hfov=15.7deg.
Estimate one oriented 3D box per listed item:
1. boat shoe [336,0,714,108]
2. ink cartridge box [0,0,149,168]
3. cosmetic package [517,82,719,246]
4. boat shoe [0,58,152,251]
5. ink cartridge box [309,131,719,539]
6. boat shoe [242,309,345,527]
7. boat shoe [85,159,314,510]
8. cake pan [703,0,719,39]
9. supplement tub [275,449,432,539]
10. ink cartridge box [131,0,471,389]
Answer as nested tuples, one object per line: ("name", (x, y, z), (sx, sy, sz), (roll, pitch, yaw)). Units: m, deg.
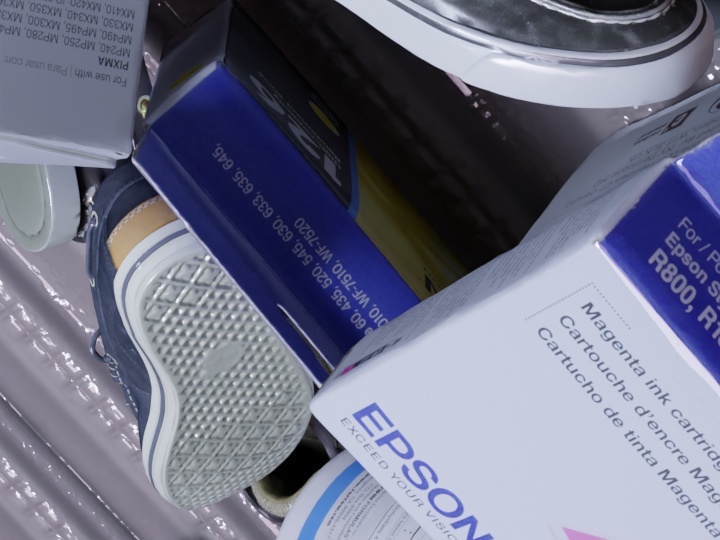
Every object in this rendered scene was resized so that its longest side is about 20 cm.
("boat shoe", (0.022, -0.115, 0.831), (0.200, 0.071, 0.064), (26, 141, 19))
("ink cartridge box", (-0.138, -0.141, 0.881), (0.145, 0.083, 0.201), (4, 87, 47))
("cosmetic package", (0.157, 0.051, 0.871), (0.200, 0.165, 0.165), (50, 141, -13))
("boat shoe", (-0.115, -0.111, 0.985), (0.072, 0.060, 0.202), (2, 101, 60))
("ink cartridge box", (0.110, 0.068, 0.762), (0.196, 0.043, 0.200), (47, 141, -9))
("boat shoe", (-0.022, 0.083, 1.126), (0.073, 0.065, 0.200), (-8, 123, 42))
("boat shoe", (-0.064, 0.027, 1.008), (0.062, 0.074, 0.200), (57, 167, 32))
("cake pan", (0.066, -0.149, 0.851), (0.200, 0.037, 0.201), (21, 138, 20))
("supplement tub", (0.066, 0.144, 1.027), (0.200, 0.132, 0.132), (15, 138, 51))
("ink cartridge box", (0.000, 0.000, 0.943), (0.047, 0.200, 0.198), (-38, 103, 7))
